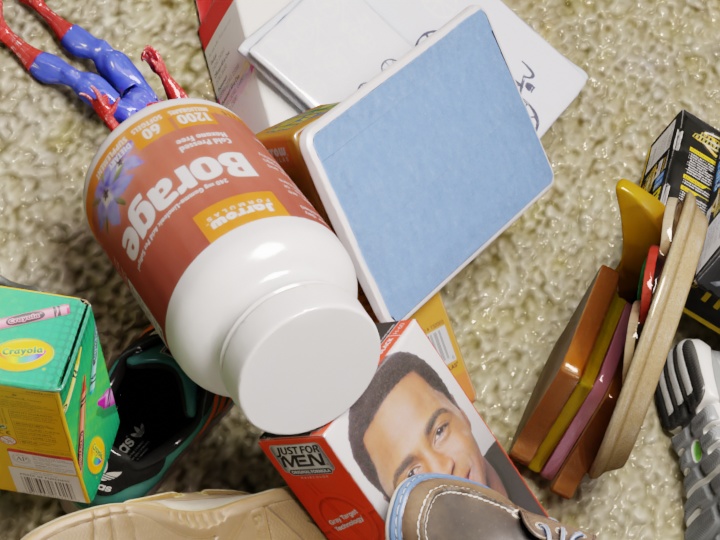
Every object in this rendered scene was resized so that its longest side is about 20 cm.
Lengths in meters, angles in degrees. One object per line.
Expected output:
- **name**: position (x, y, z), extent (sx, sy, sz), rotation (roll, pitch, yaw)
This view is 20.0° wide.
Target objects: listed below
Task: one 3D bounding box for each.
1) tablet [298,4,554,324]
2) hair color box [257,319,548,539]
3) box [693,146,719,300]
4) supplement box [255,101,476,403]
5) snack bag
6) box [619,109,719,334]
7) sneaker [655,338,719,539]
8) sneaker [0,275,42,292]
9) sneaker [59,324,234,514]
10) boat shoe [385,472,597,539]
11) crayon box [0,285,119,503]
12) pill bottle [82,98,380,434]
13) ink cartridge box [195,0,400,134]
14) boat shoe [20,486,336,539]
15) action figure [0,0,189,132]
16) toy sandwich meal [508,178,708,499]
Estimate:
- **tablet**: position (0.044, -0.066, 1.231), extent (0.200, 0.014, 0.131), rotation (-40, 112, -43)
- **hair color box**: position (0.038, 0.137, 1.176), extent (0.200, 0.061, 0.102), rotation (55, 53, -22)
- **box**: position (0.325, -0.010, 1.365), extent (0.199, 0.050, 0.199), rotation (32, 38, -5)
- **supplement box**: position (0.000, 0.000, 1.237), extent (0.069, 0.066, 0.201), rotation (-24, 100, -31)
- **snack bag**: position (0.045, -0.133, 1.328), extent (0.188, 0.021, 0.200), rotation (42, 52, 2)
- **box**: position (0.283, -0.007, 1.406), extent (0.199, 0.049, 0.160), rotation (31, 36, -6)
- **sneaker**: position (0.268, 0.138, 1.327), extent (0.115, 0.075, 0.201), rotation (7, 59, -24)
- **sneaker**: position (-0.259, 0.009, 1.151), extent (0.199, 0.085, 0.075), rotation (19, 55, -14)
- **sneaker**: position (-0.104, 0.061, 1.193), extent (0.071, 0.080, 0.200), rotation (33, 54, -1)
- **boat shoe**: position (0.100, 0.165, 1.138), extent (0.200, 0.072, 0.073), rotation (30, 66, -36)
- **crayon box**: position (-0.235, 0.056, 1.073), extent (0.199, 0.119, 0.058), rotation (9, 56, 8)
- **pill bottle**: position (-0.071, -0.002, 1.137), extent (0.112, 0.113, 0.200), rotation (-8, 38, -28)
- **ink cartridge box**: position (-0.032, -0.130, 1.344), extent (0.116, 0.067, 0.201), rotation (-4, 64, -27)
- **boat shoe**: position (-0.112, 0.162, 1.142), extent (0.199, 0.069, 0.074), rotation (-3, 84, -32)
- **action figure**: position (-0.149, -0.110, 1.294), extent (0.200, 0.052, 0.065), rotation (42, 50, 0)
- **toy sandwich meal**: position (0.153, 0.038, 1.258), extent (0.070, 0.206, 0.206), rotation (19, 54, 6)
